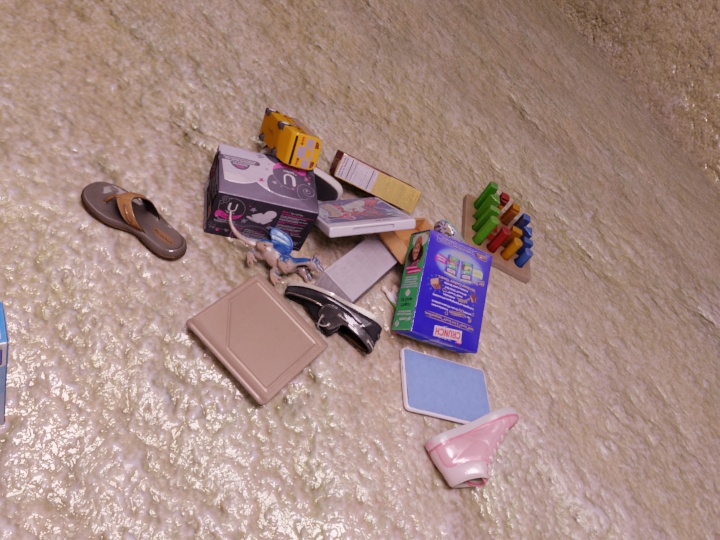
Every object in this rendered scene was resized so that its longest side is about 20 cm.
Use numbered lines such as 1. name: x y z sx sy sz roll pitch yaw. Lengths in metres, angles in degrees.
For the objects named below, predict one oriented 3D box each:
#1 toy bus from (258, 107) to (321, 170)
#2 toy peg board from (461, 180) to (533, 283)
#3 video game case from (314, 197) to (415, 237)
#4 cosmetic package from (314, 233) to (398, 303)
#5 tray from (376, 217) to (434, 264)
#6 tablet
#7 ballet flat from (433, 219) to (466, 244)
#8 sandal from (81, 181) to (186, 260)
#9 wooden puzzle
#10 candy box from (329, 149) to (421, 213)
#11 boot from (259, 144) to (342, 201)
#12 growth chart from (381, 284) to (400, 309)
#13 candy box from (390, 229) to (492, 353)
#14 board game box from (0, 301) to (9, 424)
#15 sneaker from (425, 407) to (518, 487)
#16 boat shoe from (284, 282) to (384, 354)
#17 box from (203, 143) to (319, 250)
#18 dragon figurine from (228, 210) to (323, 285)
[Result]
1. toy bus: -0.146 -0.268 1.215 0.076 0.067 0.200 9 23 -27
2. toy peg board: 0.360 -0.108 1.512 0.195 0.098 0.203 25 45 -12
3. video game case: -0.010 -0.111 1.219 0.177 0.024 0.200 -7 21 -21
4. cosmetic package: 0.000 0.000 1.217 0.083 0.051 0.199 46 43 6
5. tray: 0.116 -0.067 1.321 0.099 0.037 0.198 51 27 19
6. tablet: 0.165 0.227 1.164 0.195 0.014 0.133 18 46 -21
7. ballet flat: 0.209 -0.013 1.311 0.202 0.071 0.073 56 36 -25
8. sandal: -0.382 -0.094 1.042 0.198 0.055 0.082 37 43 -1
9. wooden puzzle: -0.171 0.112 1.028 0.185 0.037 0.199 45 39 8
10. candy box: 0.031 -0.203 1.370 0.196 0.057 0.117 25 11 -14
11. boot: -0.114 -0.239 1.333 0.197 0.073 0.146 29 42 -4
12. growth chart: 0.149 0.073 1.280 0.197 0.018 0.147 -13 63 -40
13. candy box: 0.164 0.045 1.201 0.166 0.076 0.206 20 74 -26
14. board game box: -0.507 0.123 0.676 0.196 0.197 0.057 -5 55 -36
15. sneaker: 0.216 0.319 1.071 0.196 0.076 0.106 -13 58 -28
16. boat shoe: -0.054 0.082 1.104 0.196 0.072 0.069 28 69 -2
17. box: -0.190 -0.141 1.164 0.195 0.115 0.135 11 49 -26
18. dragon figurine: -0.162 -0.038 1.128 0.198 0.059 0.100 37 25 -3
